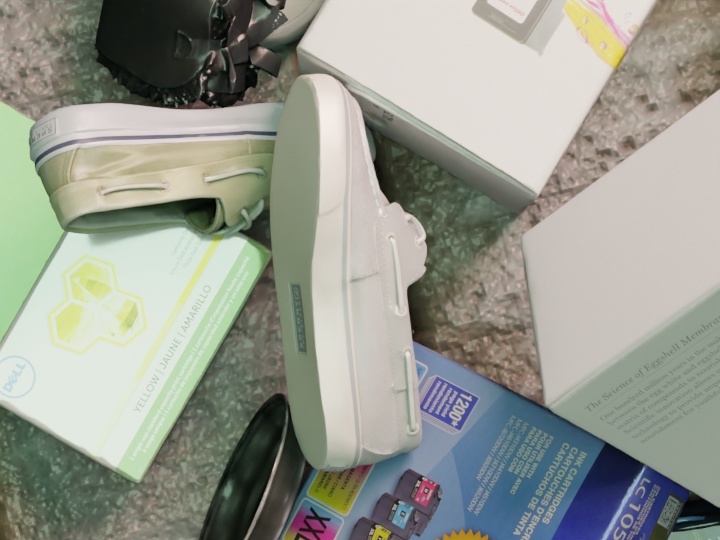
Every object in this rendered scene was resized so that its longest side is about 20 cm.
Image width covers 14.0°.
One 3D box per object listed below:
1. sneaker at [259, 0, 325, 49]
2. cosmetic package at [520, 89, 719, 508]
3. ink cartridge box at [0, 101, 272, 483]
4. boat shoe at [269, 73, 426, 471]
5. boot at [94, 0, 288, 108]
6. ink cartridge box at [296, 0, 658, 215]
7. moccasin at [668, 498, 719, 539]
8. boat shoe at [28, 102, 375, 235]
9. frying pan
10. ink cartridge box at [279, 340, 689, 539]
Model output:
[{"bbox_3d":[-0.025,-0.214,1.567,0.077,0.081,0.200,24,91,-1],"label":"sneaker"},{"bbox_3d":[0.221,0.014,1.447,0.200,0.123,0.199,30,127,-34],"label":"cosmetic package"},{"bbox_3d":[-0.168,0.003,1.571,0.200,0.048,0.146,30,88,-2],"label":"ink cartridge box"},{"bbox_3d":[0.000,0.000,1.476,0.069,0.072,0.200,-7,93,-22],"label":"boat shoe"},{"bbox_3d":[-0.113,-0.185,1.558,0.198,0.073,0.162,28,117,37],"label":"boot"},{"bbox_3d":[0.077,-0.153,1.532,0.146,0.147,0.200,31,87,1],"label":"ink cartridge box"},{"bbox_3d":[0.147,0.158,1.555,0.200,0.068,0.080,-26,88,-2],"label":"moccasin"},{"bbox_3d":[-0.080,-0.048,1.532,0.200,0.072,0.062,-1,71,-31],"label":"boat shoe"},{"bbox_3d":[-0.072,0.154,1.532,0.031,0.115,0.190,23,88,-13],"label":"frying pan"},{"bbox_3d":[0.074,0.136,1.511,0.200,0.076,0.136,27,87,29],"label":"ink cartridge box"}]
